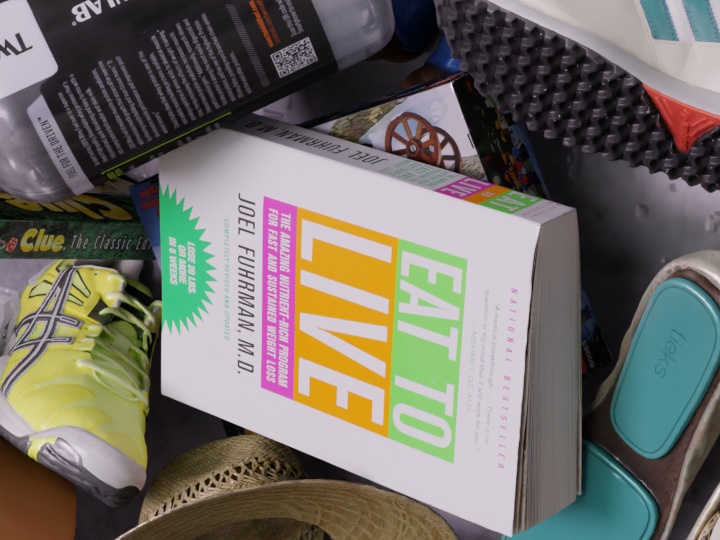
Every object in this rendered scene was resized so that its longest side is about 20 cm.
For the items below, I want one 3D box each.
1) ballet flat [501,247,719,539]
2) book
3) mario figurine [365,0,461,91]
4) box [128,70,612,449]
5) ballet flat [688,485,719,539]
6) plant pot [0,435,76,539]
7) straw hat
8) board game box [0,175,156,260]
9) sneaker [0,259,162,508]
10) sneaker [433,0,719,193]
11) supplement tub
[{"bbox_3d":[0.123,0.068,0.994,0.067,0.062,0.200,47,133,21],"label":"ballet flat"},{"bbox_3d":[0.000,0.014,1.004,0.200,0.048,0.134,18,118,37],"label":"book"},{"bbox_3d":[0.050,-0.158,1.003,0.123,0.106,0.200,26,119,-7],"label":"mario figurine"},{"bbox_3d":[0.000,0.000,1.050,0.200,0.038,0.137,-15,99,42],"label":"box"},{"bbox_3d":[0.185,0.066,0.944,0.067,0.062,0.200,34,110,23],"label":"ballet flat"},{"bbox_3d":[-0.217,0.131,1.078,0.200,0.140,0.200,-51,26,38],"label":"plant pot"},{"bbox_3d":[-0.058,0.123,1.075,0.201,0.201,0.085,-43,43,27],"label":"straw hat"},{"bbox_3d":[-0.161,-0.033,1.097,0.105,0.200,0.024,29,105,29],"label":"board game box"},{"bbox_3d":[-0.127,0.038,1.103,0.076,0.075,0.200,-49,26,9],"label":"sneaker"},{"bbox_3d":[0.130,-0.091,0.952,0.199,0.070,0.094,22,63,10],"label":"sneaker"},{"bbox_3d":[-0.097,-0.106,0.980,0.200,0.123,0.123,-26,76,-2],"label":"supplement tub"}]
